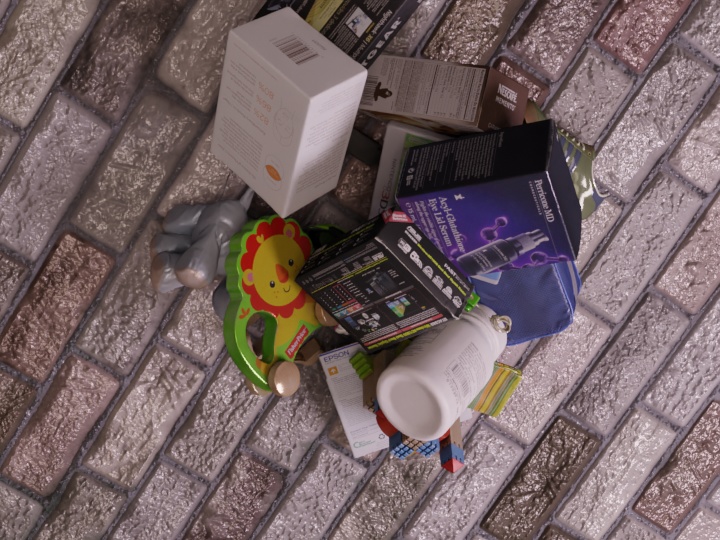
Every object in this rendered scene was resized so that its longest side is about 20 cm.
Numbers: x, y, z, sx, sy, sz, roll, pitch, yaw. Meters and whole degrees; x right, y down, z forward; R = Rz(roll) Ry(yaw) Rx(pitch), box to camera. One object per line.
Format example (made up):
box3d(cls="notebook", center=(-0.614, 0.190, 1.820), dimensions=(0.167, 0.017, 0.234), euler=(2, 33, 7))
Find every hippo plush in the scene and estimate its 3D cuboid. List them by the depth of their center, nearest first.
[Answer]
box3d(cls="hippo plush", center=(-0.190, -0.018, 1.525), dimensions=(0.201, 0.158, 0.161), euler=(-55, 129, -17))

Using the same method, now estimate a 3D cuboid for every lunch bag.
box3d(cls="lunch bag", center=(0.229, -0.013, 1.554), dimensions=(0.134, 0.133, 0.203), euler=(-15, 107, 22))

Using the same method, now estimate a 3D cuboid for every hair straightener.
box3d(cls="hair straightener", center=(0.034, -0.145, 1.524), dimensions=(0.199, 0.077, 0.041), euler=(38, 98, -14))

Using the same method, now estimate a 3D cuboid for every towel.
box3d(cls="towel", center=(0.136, 0.157, 1.594), dimensions=(0.197, 0.018, 0.087), euler=(19, 112, -19))

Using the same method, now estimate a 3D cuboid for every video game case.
box3d(cls="video game case", center=(0.113, -0.090, 1.462), dimensions=(0.197, 0.022, 0.184), euler=(17, 120, 9))

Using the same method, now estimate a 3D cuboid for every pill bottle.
box3d(cls="pill bottle", center=(0.117, 0.130, 1.474), dimensions=(0.113, 0.200, 0.116), euler=(19, 127, 27))

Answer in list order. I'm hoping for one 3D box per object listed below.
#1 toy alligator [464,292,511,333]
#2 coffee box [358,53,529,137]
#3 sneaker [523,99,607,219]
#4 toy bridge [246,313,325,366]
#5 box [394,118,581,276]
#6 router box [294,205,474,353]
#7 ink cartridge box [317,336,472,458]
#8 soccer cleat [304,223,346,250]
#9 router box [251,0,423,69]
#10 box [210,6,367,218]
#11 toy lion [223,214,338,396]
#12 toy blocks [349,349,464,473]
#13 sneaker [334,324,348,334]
box3d(cls="toy alligator", center=(0.121, 0.020, 1.477), dimensions=(0.199, 0.054, 0.060), euler=(41, 77, -8))
box3d(cls="coffee box", center=(0.107, -0.225, 1.429), dimensions=(0.114, 0.198, 0.081), euler=(12, 92, -54))
box3d(cls="sneaker", center=(0.291, -0.166, 1.555), dimensions=(0.089, 0.067, 0.202), euler=(-28, 106, -7))
box3d(cls="toy bridge", center=(-0.127, 0.100, 1.544), dimensions=(0.067, 0.027, 0.200), euler=(-41, 145, 9))
box3d(cls="box", center=(0.163, -0.085, 1.353), dimensions=(0.197, 0.105, 0.149), euler=(-9, 130, 24))
box3d(cls="router box", center=(0.028, 0.016, 1.393), dimensions=(0.150, 0.199, 0.062), euler=(45, 54, -15))
box3d(cls="ink cartridge box", center=(0.053, 0.165, 1.617), dimensions=(0.193, 0.043, 0.202), euler=(-18, 118, 0))
box3d(cls="soccer cleat", center=(0.000, 0.000, 1.503), dimensions=(0.199, 0.081, 0.068), euler=(36, 107, 28))
box3d(cls="router box", center=(-0.031, -0.341, 1.422), dimensions=(0.158, 0.052, 0.200), euler=(48, 111, 13))
box3d(cls="box", center=(-0.096, -0.201, 1.386), dimensions=(0.152, 0.106, 0.201), euler=(42, 140, 20))
box3d(cls="toy lion", center=(-0.118, 0.037, 1.443), dimensions=(0.193, 0.068, 0.201), euler=(54, 53, -29))
box3d(cls="toy blocks", center=(0.074, 0.208, 1.529), dimensions=(0.199, 0.138, 0.100), euler=(34, 124, -27))
box3d(cls="sneaker", center=(0.048, 0.029, 1.580), dimensions=(0.087, 0.074, 0.201), euler=(33, 105, -13))
